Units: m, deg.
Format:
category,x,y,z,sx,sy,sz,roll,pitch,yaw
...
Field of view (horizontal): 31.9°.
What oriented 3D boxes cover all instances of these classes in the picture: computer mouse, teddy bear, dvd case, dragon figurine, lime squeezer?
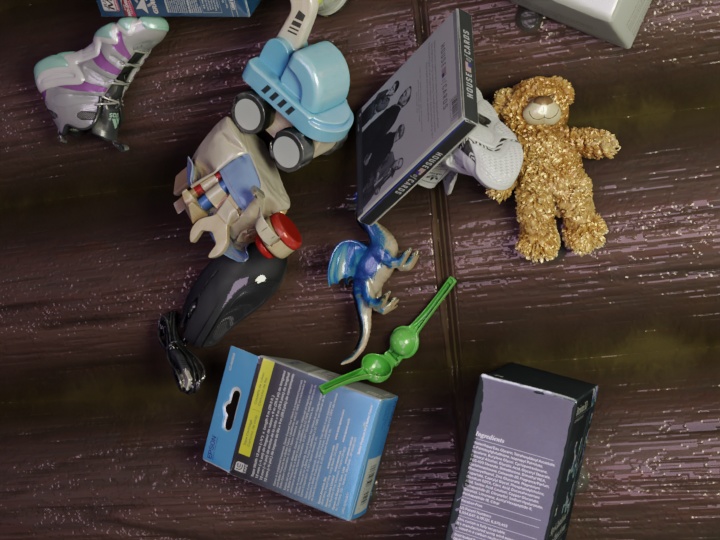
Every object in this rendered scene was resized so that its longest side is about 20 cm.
category,x,y,z,sx,sy,sz,roll,pitch,yaw
computer mouse,-0.169,0.035,1.468,0.200,0.053,0.139,-44,41,10
teddy bear,0.202,-0.109,1.346,0.143,0.067,0.204,7,93,18
dvd case,0.056,-0.161,1.337,0.200,0.024,0.152,-41,40,45
dragon figurine,0.000,0.000,1.425,0.098,0.059,0.202,25,95,20
lime squeezer,0.032,0.083,1.415,0.199,0.071,0.038,-39,48,-15

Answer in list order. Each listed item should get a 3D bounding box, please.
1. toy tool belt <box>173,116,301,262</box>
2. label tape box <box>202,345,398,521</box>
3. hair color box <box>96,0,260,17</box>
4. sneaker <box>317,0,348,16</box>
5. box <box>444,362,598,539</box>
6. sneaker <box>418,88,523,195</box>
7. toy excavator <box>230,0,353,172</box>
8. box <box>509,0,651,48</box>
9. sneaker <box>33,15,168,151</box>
category,x,y,z,sx,sy,sz,roll,pitch,yaw
toy tool belt,-0.146,-0.067,1.424,0.122,0.125,0.202,-36,52,16
label tape box,-0.071,0.183,1.453,0.197,0.066,0.145,18,96,22
hair color box,-0.206,-0.347,1.470,0.197,0.101,0.061,4,131,20
sneaker,-0.058,-0.395,1.433,0.074,0.076,0.203,-16,84,21
box,0.169,0.211,1.319,0.106,0.148,0.203,13,95,19
sneaker,0.103,-0.119,1.340,0.116,0.074,0.201,-64,30,29
toy excavator,-0.069,-0.244,1.392,0.194,0.100,0.201,43,125,12
box,0.219,-0.364,1.281,0.197,0.171,0.202,27,100,17
sneaker,-0.298,-0.216,1.530,0.198,0.077,0.142,-21,85,29
